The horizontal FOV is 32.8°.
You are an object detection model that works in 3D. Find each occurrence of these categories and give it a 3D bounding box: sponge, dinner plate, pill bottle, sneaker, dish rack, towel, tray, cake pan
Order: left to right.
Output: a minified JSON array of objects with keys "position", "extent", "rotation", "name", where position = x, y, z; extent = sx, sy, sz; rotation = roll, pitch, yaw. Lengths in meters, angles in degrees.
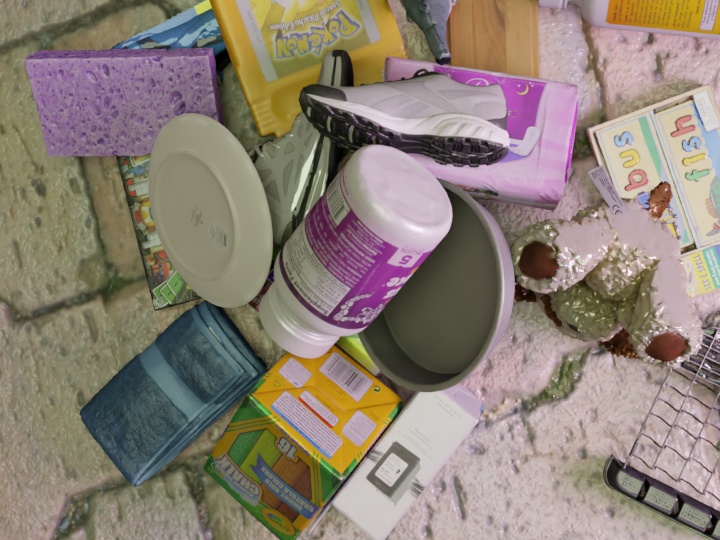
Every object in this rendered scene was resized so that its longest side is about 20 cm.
[{"position":[-0.243,-0.174,1.276],"extent":[0.198,0.030,0.113],"rotation":[0,120,9],"name":"sponge"},{"position":[-0.203,0.131,1.315],"extent":[0.200,0.049,0.112],"rotation":[-41,85,8],"name":"towel"},{"position":[-0.198,-0.219,1.292],"extent":[0.199,0.066,0.079],"rotation":[-24,87,8],"name":"sneaker"},{"position":[-0.160,-0.057,1.231],"extent":[0.199,0.024,0.202],"rotation":[21,122,39],"name":"dinner plate"},{"position":[-0.075,-0.126,1.209],"extent":[0.114,0.076,0.203],"rotation":[13,94,6],"name":"sneaker"},{"position":[-0.011,-0.011,1.134],"extent":[0.112,0.112,0.200],"rotation":[43,124,5],"name":"pill bottle"},{"position":[0.041,-0.149,1.137],"extent":[0.198,0.074,0.080],"rotation":[8,71,-1],"name":"sneaker"},{"position":[0.068,0.013,1.157],"extent":[0.199,0.037,0.203],"rotation":[0,90,46],"name":"cake pan"},{"position":[0.135,-0.199,1.256],"extent":[0.098,0.037,0.202],"rotation":[-1,91,9],"name":"tray"},{"position":[0.276,-0.290,1.192],"extent":[0.198,0.111,0.112],"rotation":[8,93,8],"name":"pill bottle"},{"position":[0.352,0.162,1.227],"extent":[0.152,0.055,0.201],"rotation":[26,94,6],"name":"dish rack"}]

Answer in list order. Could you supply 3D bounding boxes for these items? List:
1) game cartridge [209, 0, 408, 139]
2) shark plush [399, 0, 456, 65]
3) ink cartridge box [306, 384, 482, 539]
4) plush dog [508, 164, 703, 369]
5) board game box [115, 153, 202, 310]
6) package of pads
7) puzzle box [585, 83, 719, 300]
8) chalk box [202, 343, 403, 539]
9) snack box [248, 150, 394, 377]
[{"position":[-0.053,-0.252,1.254],"extent":[0.175,0.032,0.202],"rotation":[-21,94,-7],"name":"game cartridge"},{"position":[0.046,-0.280,1.210],"extent":[0.090,0.083,0.202],"rotation":[-16,63,26],"name":"shark plush"},{"position":[0.037,0.200,1.245],"extent":[0.067,0.116,0.201],"rotation":[38,98,5],"name":"ink cartridge box"},{"position":[0.232,0.008,1.189],"extent":[0.199,0.172,0.161],"rotation":[31,58,-2],"name":"plush dog"},{"position":[-0.197,-0.067,1.321],"extent":[0.104,0.023,0.202],"rotation":[-15,90,7],"name":"board game box"},{"position":[0.109,-0.136,1.198],"extent":[0.198,0.076,0.122],"rotation":[9,83,5],"name":"package of pads"},{"position":[0.321,-0.072,1.236],"extent":[0.132,0.025,0.202],"rotation":[-20,89,10],"name":"puzzle box"},{"position":[-0.068,0.179,1.236],"extent":[0.124,0.124,0.200],"rotation":[38,136,6],"name":"chalk box"},{"position":[0.000,0.000,1.268],"extent":[0.168,0.068,0.201],"rotation":[39,95,6],"name":"snack box"}]
